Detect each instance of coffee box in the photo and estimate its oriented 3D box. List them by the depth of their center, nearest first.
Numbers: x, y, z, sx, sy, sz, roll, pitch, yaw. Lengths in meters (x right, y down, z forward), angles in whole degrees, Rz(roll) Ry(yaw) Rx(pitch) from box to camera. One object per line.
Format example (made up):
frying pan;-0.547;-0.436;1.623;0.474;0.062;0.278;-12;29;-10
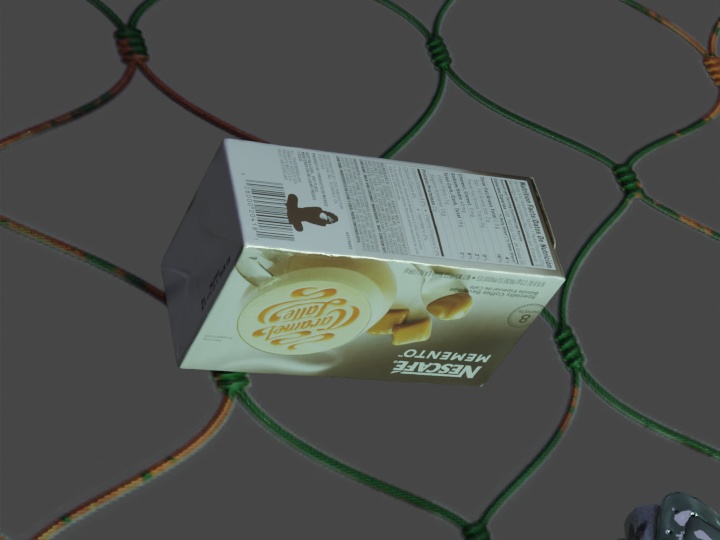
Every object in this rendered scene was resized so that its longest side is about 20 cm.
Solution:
coffee box;0.000;0.000;0.943;0.200;0.114;0.080;6;50;-26

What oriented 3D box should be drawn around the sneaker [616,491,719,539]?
sneaker;0.150;0.183;0.902;0.200;0.076;0.114;10;48;-30
